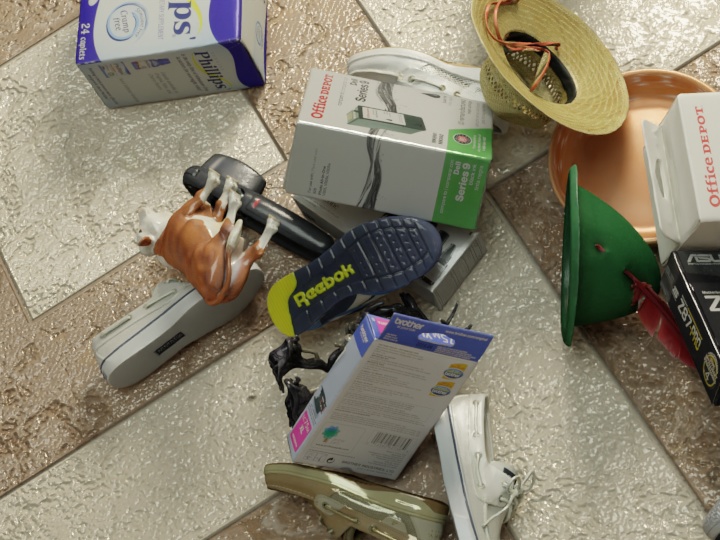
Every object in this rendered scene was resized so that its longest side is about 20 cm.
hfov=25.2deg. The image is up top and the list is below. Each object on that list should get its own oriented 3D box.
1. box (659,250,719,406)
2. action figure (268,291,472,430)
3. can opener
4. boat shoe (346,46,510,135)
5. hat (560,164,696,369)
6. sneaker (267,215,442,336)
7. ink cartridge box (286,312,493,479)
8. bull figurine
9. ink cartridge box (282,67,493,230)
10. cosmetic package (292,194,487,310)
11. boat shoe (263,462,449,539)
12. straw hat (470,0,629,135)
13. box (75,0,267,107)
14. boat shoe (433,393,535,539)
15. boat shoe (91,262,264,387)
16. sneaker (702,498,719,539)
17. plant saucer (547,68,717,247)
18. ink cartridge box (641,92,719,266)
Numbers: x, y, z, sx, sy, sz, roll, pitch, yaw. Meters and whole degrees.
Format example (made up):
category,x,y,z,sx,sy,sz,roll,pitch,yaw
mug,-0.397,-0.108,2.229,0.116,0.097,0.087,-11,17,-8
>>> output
category,x,y,z,sx,sy,sz,roll,pitch,yaw
box,0.391,0.052,1.465,0.198,0.049,0.162,1,41,-13
action figure,0.012,0.092,1.597,0.198,0.103,0.119,-15,52,-14
can opener,-0.108,-0.064,1.722,0.199,0.063,0.079,31,81,26
boat shoe,0.071,-0.187,1.724,0.198,0.071,0.070,11,67,19
hat,0.284,0.000,1.548,0.174,0.202,0.166,2,32,5
sneaker,0.000,0.000,1.625,0.199,0.082,0.075,-25,83,25
ink cartridge box,0.027,0.111,1.514,0.201,0.118,0.042,-56,35,32
bull figurine,-0.161,-0.037,1.653,0.122,0.065,0.200,-58,40,7
ink cartridge box,0.030,-0.125,1.631,0.198,0.085,0.146,11,29,-1
cosmetic package,0.029,-0.050,1.684,0.199,0.051,0.083,34,77,27
boat shoe,-0.012,0.232,1.553,0.198,0.072,0.066,12,84,26
straw hat,0.171,-0.195,1.644,0.085,0.200,0.203,-45,52,40
box,-0.213,-0.300,1.840,0.198,0.105,0.186,-7,64,12
boat shoe,0.125,0.206,1.530,0.085,0.075,0.203,-14,53,5
boat shoe,-0.196,0.042,1.698,0.199,0.072,0.066,-38,61,3
sneaker,0.413,0.206,1.445,0.199,0.076,0.114,-38,70,-7
plant saucer,0.292,-0.112,1.645,0.198,0.038,0.202,-6,65,12
ink cartridge box,0.361,-0.088,1.523,0.198,0.125,0.130,-3,71,-8
